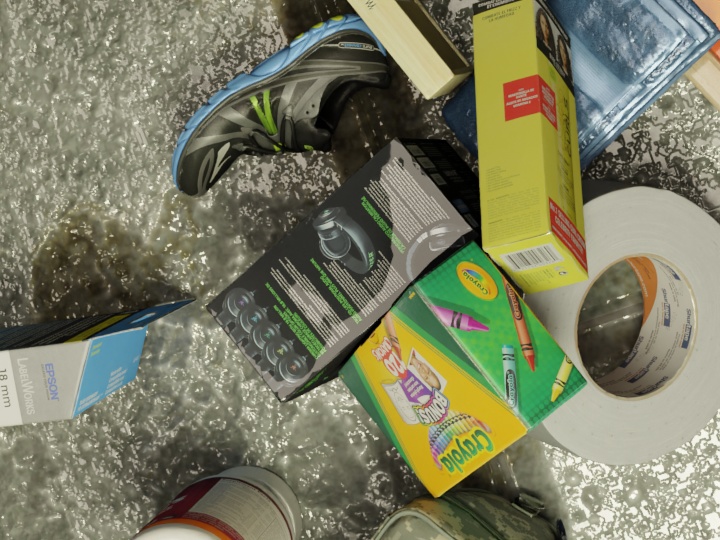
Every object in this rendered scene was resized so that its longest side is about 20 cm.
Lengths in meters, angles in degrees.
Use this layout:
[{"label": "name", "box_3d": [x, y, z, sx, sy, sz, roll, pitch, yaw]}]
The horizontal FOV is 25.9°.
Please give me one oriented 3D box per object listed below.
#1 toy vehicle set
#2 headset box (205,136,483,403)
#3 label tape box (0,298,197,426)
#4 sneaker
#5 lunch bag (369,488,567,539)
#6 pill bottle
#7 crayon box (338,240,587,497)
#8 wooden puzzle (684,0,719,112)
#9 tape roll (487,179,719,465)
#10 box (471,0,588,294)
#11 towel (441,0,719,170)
[{"label": "toy vehicle set", "box_3d": [0.006, -0.214, 1.152, 0.026, 0.124, 0.200, -39, 89, 14]}, {"label": "headset box", "box_3d": [0.000, 0.000, 1.156, 0.200, 0.174, 0.093, -41, 84, 13]}, {"label": "label tape box", "box_3d": [-0.237, 0.076, 1.233, 0.199, 0.144, 0.064, -8, 96, 13]}, {"label": "sneaker", "box_3d": [-0.063, -0.116, 1.208, 0.199, 0.071, 0.083, -34, 84, 11]}, {"label": "lunch bag", "box_3d": [0.062, 0.265, 1.189, 0.139, 0.168, 0.200, 35, 105, 16]}, {"label": "pill bottle", "box_3d": [-0.111, 0.219, 1.199, 0.109, 0.200, 0.110, 2, 99, 11]}, {"label": "crayon box", "box_3d": [0.064, 0.073, 1.073, 0.058, 0.200, 0.119, -35, 82, -24]}, {"label": "wooden puzzle", "box_3d": [0.300, -0.211, 1.138, 0.185, 0.037, 0.200, -44, 88, 13]}, {"label": "tape roll", "box_3d": [0.181, 0.036, 1.130, 0.200, 0.066, 0.201, -4, 99, -26]}, {"label": "box", "box_3d": [0.114, -0.090, 1.062, 0.050, 0.075, 0.201, -14, 57, 25]}, {"label": "towel", "box_3d": [0.158, -0.144, 1.154, 0.112, 0.049, 0.200, 48, 113, 7]}]
